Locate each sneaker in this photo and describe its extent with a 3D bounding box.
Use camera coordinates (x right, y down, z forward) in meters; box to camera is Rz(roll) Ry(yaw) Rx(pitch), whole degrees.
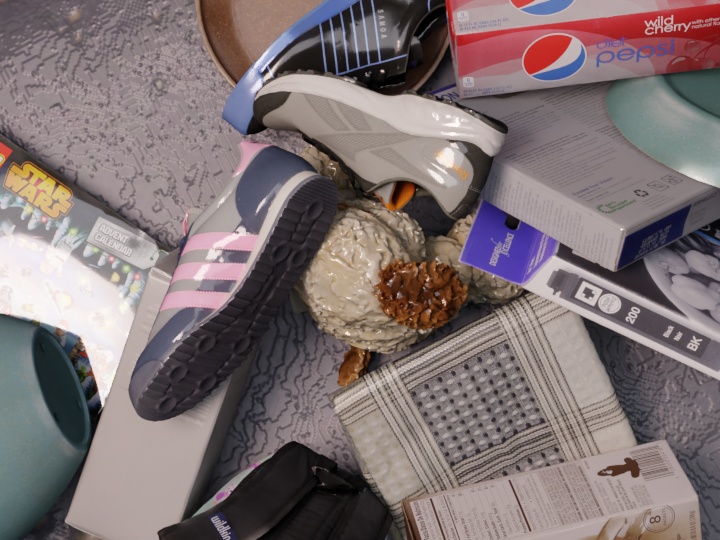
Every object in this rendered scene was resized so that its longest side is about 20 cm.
[{"bbox_3d":[-0.098,0.005,1.213,0.082,0.070,0.200,39,93,34],"label":"sneaker"},{"bbox_3d":[0.002,-0.087,1.243,0.200,0.074,0.080,17,90,36],"label":"sneaker"},{"bbox_3d":[-0.007,-0.156,1.336,0.200,0.070,0.078,-41,81,-3],"label":"sneaker"}]

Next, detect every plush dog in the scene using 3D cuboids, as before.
[{"bbox_3d":[0.000,0.000,1.290,0.199,0.172,0.161,28,88,19],"label":"plush dog"}]

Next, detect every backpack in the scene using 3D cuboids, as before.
[{"bbox_3d":[-0.070,0.216,1.266,0.167,0.127,0.200,42,47,-5],"label":"backpack"}]

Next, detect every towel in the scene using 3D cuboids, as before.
[{"bbox_3d":[0.096,0.125,1.312,0.192,0.035,0.200,-26,122,-2],"label":"towel"}]

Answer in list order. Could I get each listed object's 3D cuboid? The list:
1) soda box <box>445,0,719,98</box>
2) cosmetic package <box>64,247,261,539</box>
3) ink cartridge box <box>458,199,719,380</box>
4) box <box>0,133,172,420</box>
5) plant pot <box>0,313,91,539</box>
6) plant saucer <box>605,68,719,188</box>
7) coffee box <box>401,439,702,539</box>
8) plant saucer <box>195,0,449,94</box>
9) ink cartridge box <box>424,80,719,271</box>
[{"bbox_3d":[0.161,-0.176,1.282,0.199,0.064,0.070,-7,49,1],"label":"soda box"},{"bbox_3d":[-0.133,0.094,1.307,0.090,0.107,0.201,24,103,3],"label":"cosmetic package"},{"bbox_3d":[0.181,-0.022,1.296,0.199,0.198,0.044,24,120,0],"label":"ink cartridge box"},{"bbox_3d":[-0.239,0.001,1.375,0.200,0.040,0.137,33,85,3],"label":"box"},{"bbox_3d":[-0.268,0.106,1.277,0.134,0.200,0.201,-21,85,8],"label":"plant pot"},{"bbox_3d":[0.277,-0.116,1.308,0.199,0.200,0.036,13,123,2],"label":"plant saucer"},{"bbox_3d":[0.138,0.206,1.304,0.199,0.080,0.115,-13,119,-4],"label":"coffee box"},{"bbox_3d":[-0.025,-0.207,1.392,0.199,0.037,0.201,0,85,0],"label":"plant saucer"},{"bbox_3d":[0.162,-0.085,1.297,0.200,0.199,0.041,34,129,32],"label":"ink cartridge box"}]
